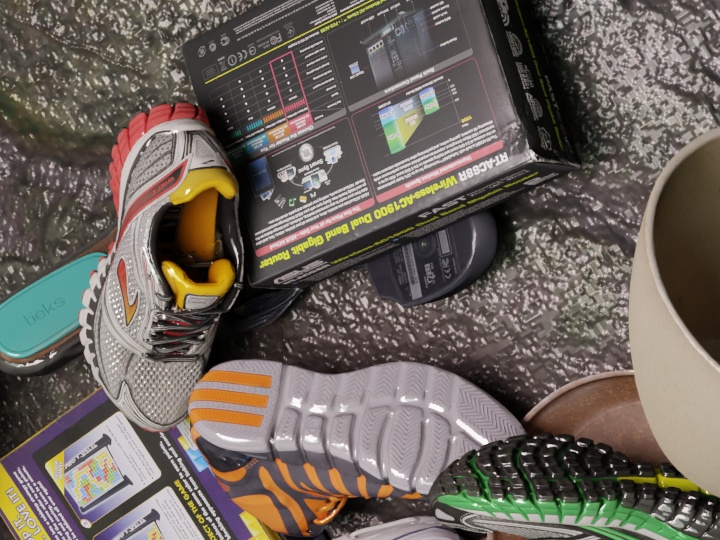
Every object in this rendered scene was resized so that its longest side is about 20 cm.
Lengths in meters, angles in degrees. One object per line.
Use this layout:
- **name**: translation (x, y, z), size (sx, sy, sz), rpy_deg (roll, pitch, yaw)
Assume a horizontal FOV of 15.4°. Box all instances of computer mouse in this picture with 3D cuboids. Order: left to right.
- **computer mouse**: translation (0.000, 0.000, 1.557), size (0.200, 0.034, 0.059), rpy_deg (-14, 82, 34)

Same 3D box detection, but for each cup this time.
- **cup**: translation (0.219, 0.042, 1.382), size (0.200, 0.200, 0.143), rpy_deg (39, 142, 13)

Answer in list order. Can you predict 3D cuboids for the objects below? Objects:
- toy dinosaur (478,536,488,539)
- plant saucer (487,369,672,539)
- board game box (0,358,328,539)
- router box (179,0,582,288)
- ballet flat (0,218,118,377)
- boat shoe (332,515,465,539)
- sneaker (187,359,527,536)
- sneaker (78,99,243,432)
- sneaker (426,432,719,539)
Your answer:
- **toy dinosaur**: translation (0.020, 0.236, 1.593), size (0.060, 0.106, 0.201), rpy_deg (39, 126, 55)
- **plant saucer**: translation (0.169, 0.149, 1.504), size (0.200, 0.037, 0.201), rpy_deg (6, 105, 24)
- **board game box**: translation (-0.117, 0.164, 1.640), size (0.165, 0.057, 0.200), rpy_deg (-34, 87, 31)
- **router box**: translation (0.009, -0.093, 1.491), size (0.200, 0.062, 0.150), rpy_deg (-23, 76, 30)
- **ballet flat**: translation (-0.133, 0.002, 1.590), size (0.200, 0.068, 0.068), rpy_deg (-28, 69, -4)
- **boat shoe**: translation (-0.029, 0.200, 1.541), size (0.200, 0.065, 0.074), rpy_deg (-19, 108, -6)
- **sneaker**: translation (0.003, 0.108, 1.542), size (0.199, 0.078, 0.112), rpy_deg (11, 149, 13)
- **sneaker**: translation (-0.109, 0.009, 1.500), size (0.082, 0.078, 0.200), rpy_deg (-128, 36, -48)
- **sneaker**: translation (0.133, 0.146, 1.439), size (0.199, 0.078, 0.085), rpy_deg (12, 113, 6)
